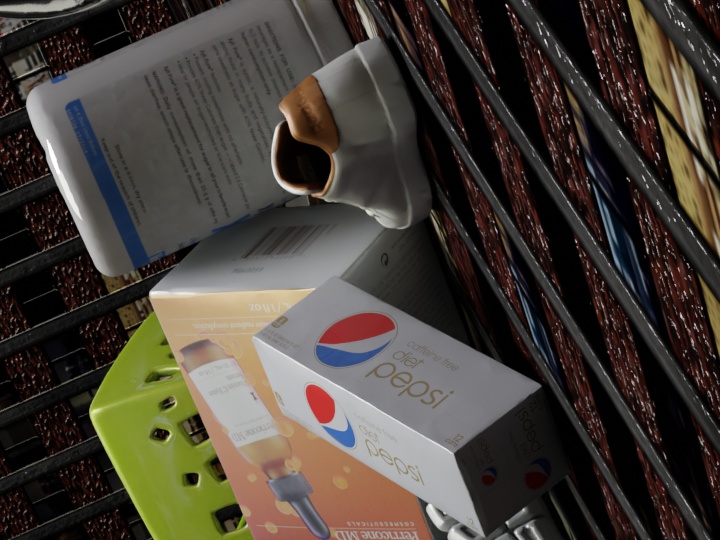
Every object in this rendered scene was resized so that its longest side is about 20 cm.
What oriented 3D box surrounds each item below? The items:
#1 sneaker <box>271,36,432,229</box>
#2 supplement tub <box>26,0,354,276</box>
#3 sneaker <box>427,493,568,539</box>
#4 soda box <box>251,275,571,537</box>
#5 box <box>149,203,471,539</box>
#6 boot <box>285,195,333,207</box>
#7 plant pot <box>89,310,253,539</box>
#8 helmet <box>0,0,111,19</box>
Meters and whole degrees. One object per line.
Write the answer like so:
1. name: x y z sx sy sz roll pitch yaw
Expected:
1. sneaker: -0.011 -0.068 1.550 0.073 0.084 0.200 63 176 22
2. supplement tub: -0.096 -0.091 1.710 0.132 0.199 0.132 157 90 -86
3. sneaker: 0.106 0.185 1.570 0.091 0.077 0.201 39 -153 -63
4. soda box: 0.026 0.073 1.531 0.200 0.068 0.064 27 146 50
5. box: -0.017 0.069 1.733 0.106 0.152 0.201 -47 -57 -45
6. boot: 0.000 0.000 1.860 0.074 0.075 0.201 129 123 -76
7. plant pot: -0.068 0.121 2.125 0.201 0.181 0.199 63 -159 -17
8. helmet: -0.045 -0.170 0.669 0.200 0.191 0.201 28 141 25
